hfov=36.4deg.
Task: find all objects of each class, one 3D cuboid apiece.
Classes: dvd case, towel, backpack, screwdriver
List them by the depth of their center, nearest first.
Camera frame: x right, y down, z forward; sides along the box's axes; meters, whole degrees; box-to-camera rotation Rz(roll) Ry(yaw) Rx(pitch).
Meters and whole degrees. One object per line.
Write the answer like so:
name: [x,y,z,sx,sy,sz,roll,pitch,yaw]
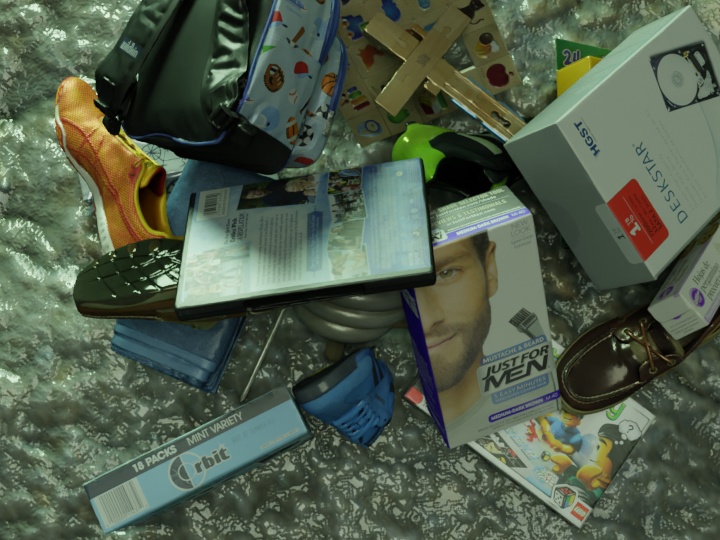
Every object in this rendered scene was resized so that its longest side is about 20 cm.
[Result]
dvd case: [-0.043,-0.027,0.862,0.199,0.018,0.143,-8,42,5]
backpack: [-0.098,-0.181,0.919,0.199,0.154,0.192,14,88,41]
towel: [-0.144,0.000,0.997,0.111,0.049,0.201,22,87,10]
screwdriver: [-0.066,0.032,1.023,0.029,0.028,0.201,16,81,30]

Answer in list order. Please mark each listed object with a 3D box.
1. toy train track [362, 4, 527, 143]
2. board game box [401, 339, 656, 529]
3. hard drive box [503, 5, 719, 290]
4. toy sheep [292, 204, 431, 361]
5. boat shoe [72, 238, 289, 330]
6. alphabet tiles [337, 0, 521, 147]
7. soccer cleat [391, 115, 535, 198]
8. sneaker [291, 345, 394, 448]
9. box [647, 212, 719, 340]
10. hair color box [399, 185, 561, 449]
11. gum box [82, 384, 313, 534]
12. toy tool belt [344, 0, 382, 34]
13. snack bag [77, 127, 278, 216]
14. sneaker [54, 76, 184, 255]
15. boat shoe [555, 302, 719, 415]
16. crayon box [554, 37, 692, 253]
toy train track: [0.087,-0.154,0.964,0.200,0.033,0.115,38,78,3]
board game box: [0.154,0.126,1.011,0.200,0.035,0.127,36,81,4]
hard drive box: [0.244,-0.105,0.942,0.200,0.077,0.156,-41,102,-27]
toy sheep: [0.000,0.000,0.972,0.137,0.138,0.201,12,117,0]
boat shoe: [-0.137,0.018,0.910,0.199,0.074,0.076,-8,40,8]
alphabet tiles: [0.032,-0.220,0.984,0.166,0.008,0.201,-20,123,17]
soccer cleat: [0.122,-0.097,0.999,0.199,0.068,0.081,-6,47,-28]
sneaker: [-0.003,0.111,0.925,0.066,0.200,0.079,-27,83,7]
box: [0.320,-0.015,0.985,0.039,0.041,0.200,47,51,-3]
hair color box: [0.098,0.042,0.918,0.109,0.065,0.201,-19,119,-7]
gum box: [-0.124,0.157,0.913,0.169,0.200,0.045,-26,82,-6]
toy tool belt: [0.007,-0.274,1.022,0.199,0.123,0.126,-2,81,-2]
snack bag: [-0.173,-0.091,1.040,0.187,0.021,0.201,-15,82,-5]
sneaker: [-0.211,-0.091,0.978,0.077,0.073,0.201,-32,77,17]
boat shoe: [0.259,0.063,0.984,0.199,0.072,0.072,-23,74,-19]
crayon box: [0.246,-0.118,1.019,0.125,0.052,0.201,4,80,-28]
